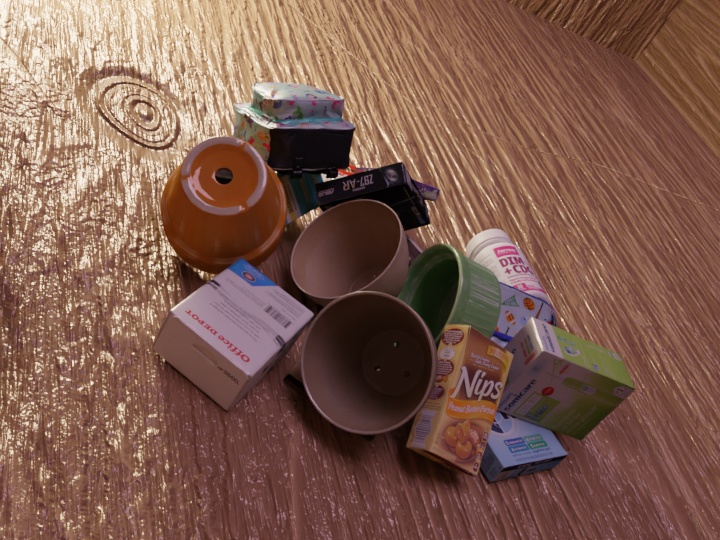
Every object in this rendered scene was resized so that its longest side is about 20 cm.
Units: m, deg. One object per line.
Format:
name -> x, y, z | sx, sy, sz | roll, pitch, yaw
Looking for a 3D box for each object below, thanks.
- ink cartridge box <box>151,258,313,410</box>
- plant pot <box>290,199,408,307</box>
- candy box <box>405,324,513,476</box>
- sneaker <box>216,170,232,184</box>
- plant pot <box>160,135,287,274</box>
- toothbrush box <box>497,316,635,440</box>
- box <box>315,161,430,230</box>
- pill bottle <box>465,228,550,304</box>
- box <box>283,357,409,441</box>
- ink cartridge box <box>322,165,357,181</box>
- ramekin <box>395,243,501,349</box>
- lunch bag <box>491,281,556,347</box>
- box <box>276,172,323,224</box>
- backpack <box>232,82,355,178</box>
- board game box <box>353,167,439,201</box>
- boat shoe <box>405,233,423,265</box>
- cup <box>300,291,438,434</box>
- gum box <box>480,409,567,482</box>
ink cartridge box -> -0.182, 0.088, 1.300 | 0.146, 0.084, 0.200 | 38, 33, 5
plant pot -> 0.000, 0.000, 1.511 | 0.134, 0.200, 0.200 | 56, 10, -46
candy box -> 0.153, 0.195, 1.357 | 0.115, 0.055, 0.200 | 33, 69, -36
sneaker -> -0.199, -0.145, 1.609 | 0.200, 0.087, 0.074 | 36, 3, -42
plant pot -> -0.207, -0.112, 1.370 | 0.200, 0.183, 0.200 | 2, 74, -8
toothbrush box -> 0.328, 0.184, 1.493 | 0.200, 0.146, 0.086 | 24, 32, -22
box -> 0.026, -0.118, 1.606 | 0.200, 0.160, 0.044 | 49, 30, -66
pill bottle -> 0.287, 0.017, 1.782 | 0.113, 0.113, 0.200 | 12, 38, -31
box -> -0.014, 0.161, 1.412 | 0.163, 0.021, 0.200 | 35, 33, 2
ink cartridge box -> -0.002, -0.175, 1.839 | 0.162, 0.057, 0.200 | 14, 42, -28
ramekin -> 0.143, 0.064, 1.485 | 0.098, 0.200, 0.200 | 22, 34, -25
lunch bag -> 0.262, 0.109, 1.576 | 0.200, 0.076, 0.160 | 21, 53, -19
box -> -0.147, -0.121, 1.558 | 0.200, 0.049, 0.082 | -33, 111, -40
backpack -> -0.126, -0.246, 1.542 | 0.177, 0.151, 0.200 | -7, 18, -35
board game box -> 0.066, -0.169, 1.739 | 0.120, 0.032, 0.200 | 24, 0, -17
boat shoe -> 0.082, -0.014, 1.673 | 0.060, 0.072, 0.200 | -23, 48, -34
cup -> 0.029, 0.135, 1.317 | 0.200, 0.200, 0.143 | 45, 9, 17
gum box -> 0.227, 0.247, 1.492 | 0.170, 0.045, 0.200 | 1, 46, -42
